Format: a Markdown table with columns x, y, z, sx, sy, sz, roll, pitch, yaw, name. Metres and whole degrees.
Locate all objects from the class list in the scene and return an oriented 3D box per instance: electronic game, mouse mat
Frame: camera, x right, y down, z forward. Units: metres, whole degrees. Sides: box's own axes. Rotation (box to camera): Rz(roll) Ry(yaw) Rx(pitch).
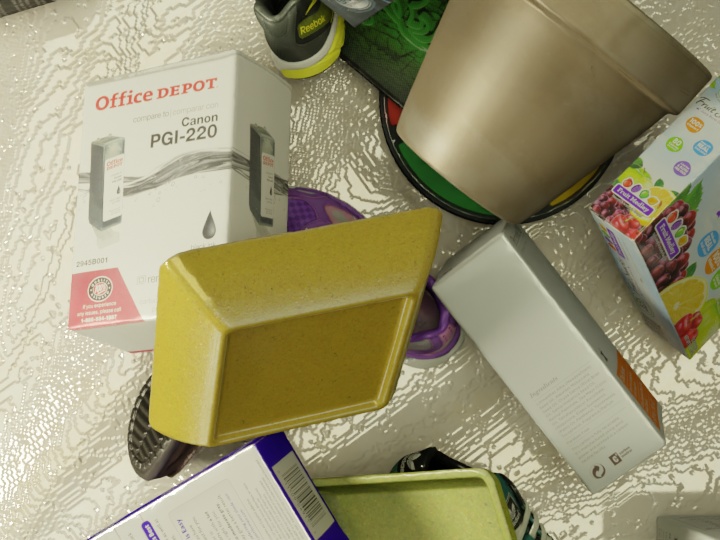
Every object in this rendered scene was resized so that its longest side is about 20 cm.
| x | y | z | sx | sy | sz | roll | pitch | yaw | name |
| --- | --- | --- | --- | --- | --- | --- | --- | --- | --- |
| 0.114 | -0.136 | 1.181 | 0.199 | 0.042 | 0.201 | 0 | 87 | -3 | electronic game |
| 0.061 | -0.208 | 1.170 | 0.200 | 0.008 | 0.161 | 40 | 85 | 9 | mouse mat |

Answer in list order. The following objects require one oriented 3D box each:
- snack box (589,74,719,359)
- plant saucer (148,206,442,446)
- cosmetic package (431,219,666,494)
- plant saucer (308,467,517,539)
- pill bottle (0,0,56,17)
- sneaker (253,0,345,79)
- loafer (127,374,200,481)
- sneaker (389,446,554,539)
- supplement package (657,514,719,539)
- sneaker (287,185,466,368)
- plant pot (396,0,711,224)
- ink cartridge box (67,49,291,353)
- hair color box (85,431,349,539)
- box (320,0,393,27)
| x | y | z | sx | sy | sz | roll | pitch | yaw | name |
| --- | --- | --- | --- | --- | --- | --- | --- | --- | --- |
| 0.260 | -0.036 | 1.110 | 0.142 | 0.200 | 0.053 | -46 | 54 | -5 | snack box |
| -0.042 | 0.053 | 1.029 | 0.199 | 0.200 | 0.049 | -11 | 53 | -20 | plant saucer |
| 0.146 | 0.061 | 1.130 | 0.071 | 0.101 | 0.200 | -38 | 93 | 14 | cosmetic package |
| 0.053 | 0.234 | 1.101 | 0.199 | 0.048 | 0.200 | -10 | 103 | 38 | plant saucer |
| -0.285 | -0.250 | 1.131 | 0.200 | 0.111 | 0.111 | -18 | 88 | -4 | pill bottle |
| -0.042 | -0.251 | 1.136 | 0.074 | 0.085 | 0.200 | -5 | 68 | 14 | sneaker |
| -0.106 | 0.084 | 1.139 | 0.071 | 0.073 | 0.200 | 29 | 100 | -39 | loafer |
| 0.109 | 0.207 | 1.132 | 0.200 | 0.080 | 0.071 | 32 | 52 | 0 | sneaker |
| 0.316 | 0.265 | 1.089 | 0.150 | 0.200 | 0.152 | 0 | 86 | -3 | supplement package |
| 0.000 | 0.000 | 1.144 | 0.200 | 0.088 | 0.081 | 36 | 87 | 0 | sneaker |
| 0.124 | -0.134 | 1.073 | 0.200 | 0.200 | 0.174 | 37 | 101 | 0 | plant pot |
| -0.132 | -0.049 | 1.096 | 0.145 | 0.085 | 0.201 | -8 | 71 | 27 | ink cartridge box |
| -0.120 | 0.213 | 1.104 | 0.200 | 0.065 | 0.109 | -31 | 89 | 17 | hair color box |
| 0.047 | -0.296 | 1.091 | 0.043 | 0.160 | 0.200 | 34 | 48 | -30 | box |
